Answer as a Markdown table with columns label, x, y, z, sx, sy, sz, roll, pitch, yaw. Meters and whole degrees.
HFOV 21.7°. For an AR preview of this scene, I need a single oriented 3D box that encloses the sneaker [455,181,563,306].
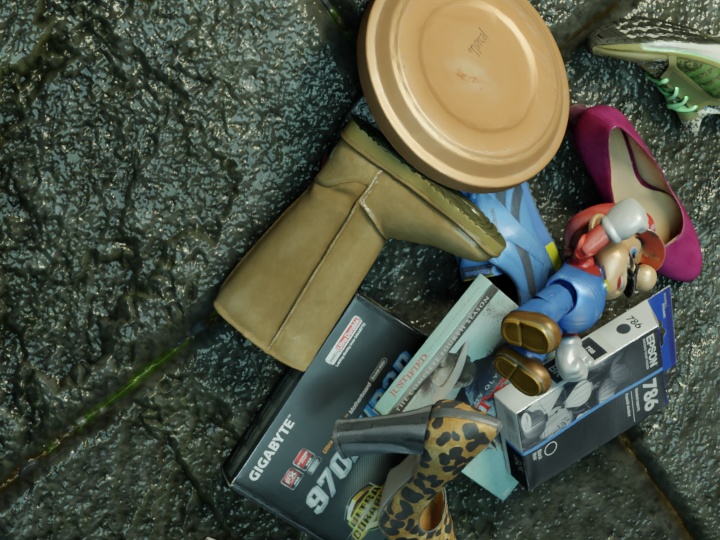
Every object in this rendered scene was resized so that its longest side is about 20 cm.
| label | x | y | z | sx | sy | sz | roll | pitch | yaw |
| --- | --- | --- | --- | --- | --- | --- | --- | --- | --- |
| sneaker | 0.105 | -0.044 | 1.594 | 0.078 | 0.066 | 0.201 | -43 | 114 | -34 |

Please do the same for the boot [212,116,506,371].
| label | x | y | z | sx | sy | sz | roll | pitch | yaw |
| --- | --- | --- | --- | --- | --- | --- | --- | --- | --- |
| boot | 0.000 | 0.000 | 1.549 | 0.175 | 0.066 | 0.201 | 39 | 105 | 11 |

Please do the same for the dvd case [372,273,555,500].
| label | x | y | z | sx | sy | sz | roll | pitch | yaw |
| --- | --- | --- | --- | --- | --- | --- | --- | --- | --- |
| dvd case | 0.113 | 0.105 | 1.611 | 0.146 | 0.022 | 0.200 | -51 | 134 | 1 |

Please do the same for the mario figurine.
| label | x | y | z | sx | sy | sz | roll | pitch | yaw |
| --- | --- | --- | --- | --- | --- | --- | --- | --- | --- |
| mario figurine | 0.197 | 0.020 | 1.554 | 0.106 | 0.123 | 0.200 | 50 | 53 | -8 |

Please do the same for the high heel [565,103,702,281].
| label | x | y | z | sx | sy | sz | roll | pitch | yaw |
| --- | --- | --- | --- | --- | --- | --- | --- | --- | --- |
| high heel | 0.245 | -0.058 | 1.622 | 0.067 | 0.096 | 0.200 | -44 | 109 | -1 |

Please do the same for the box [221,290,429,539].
| label | x | y | z | sx | sy | sz | roll | pitch | yaw |
| --- | --- | --- | --- | --- | --- | --- | --- | --- | --- |
| box | -0.001 | 0.136 | 1.631 | 0.158 | 0.046 | 0.201 | 33 | 93 | -20 |

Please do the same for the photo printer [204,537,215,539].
| label | x | y | z | sx | sy | sz | roll | pitch | yaw |
| --- | --- | --- | --- | --- | --- | --- | --- | --- | --- |
| photo printer | -0.074 | 0.317 | 1.575 | 0.166 | 0.200 | 0.070 | 38 | 92 | -18 |

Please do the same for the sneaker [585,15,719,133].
| label | x | y | z | sx | sy | sz | roll | pitch | yaw |
| --- | --- | --- | --- | --- | --- | --- | --- | --- | --- |
| sneaker | 0.285 | -0.161 | 1.625 | 0.198 | 0.077 | 0.089 | 10 | 109 | -14 |

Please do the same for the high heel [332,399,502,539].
| label | x | y | z | sx | sy | sz | roll | pitch | yaw |
| --- | --- | --- | --- | --- | --- | --- | --- | --- | --- |
| high heel | 0.079 | 0.179 | 1.555 | 0.141 | 0.072 | 0.200 | -8 | 139 | 27 |

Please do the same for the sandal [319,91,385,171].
| label | x | y | z | sx | sy | sz | roll | pitch | yaw |
| --- | --- | --- | --- | --- | --- | --- | --- | --- | --- |
| sandal | -0.002 | -0.085 | 1.587 | 0.075 | 0.045 | 0.201 | 29 | 109 | -12 |

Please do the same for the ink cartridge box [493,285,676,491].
| label | x | y | z | sx | sy | sz | roll | pitch | yaw |
| --- | --- | --- | --- | --- | --- | --- | --- | --- | --- |
| ink cartridge box | 0.209 | 0.102 | 1.644 | 0.199 | 0.039 | 0.100 | -31 | 132 | -19 |

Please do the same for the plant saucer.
| label | x | y | z | sx | sy | sz | roll | pitch | yaw |
| --- | --- | --- | --- | --- | --- | --- | --- | --- | --- |
| plant saucer | 0.090 | -0.163 | 1.537 | 0.199 | 0.032 | 0.202 | 11 | 67 | -28 |
